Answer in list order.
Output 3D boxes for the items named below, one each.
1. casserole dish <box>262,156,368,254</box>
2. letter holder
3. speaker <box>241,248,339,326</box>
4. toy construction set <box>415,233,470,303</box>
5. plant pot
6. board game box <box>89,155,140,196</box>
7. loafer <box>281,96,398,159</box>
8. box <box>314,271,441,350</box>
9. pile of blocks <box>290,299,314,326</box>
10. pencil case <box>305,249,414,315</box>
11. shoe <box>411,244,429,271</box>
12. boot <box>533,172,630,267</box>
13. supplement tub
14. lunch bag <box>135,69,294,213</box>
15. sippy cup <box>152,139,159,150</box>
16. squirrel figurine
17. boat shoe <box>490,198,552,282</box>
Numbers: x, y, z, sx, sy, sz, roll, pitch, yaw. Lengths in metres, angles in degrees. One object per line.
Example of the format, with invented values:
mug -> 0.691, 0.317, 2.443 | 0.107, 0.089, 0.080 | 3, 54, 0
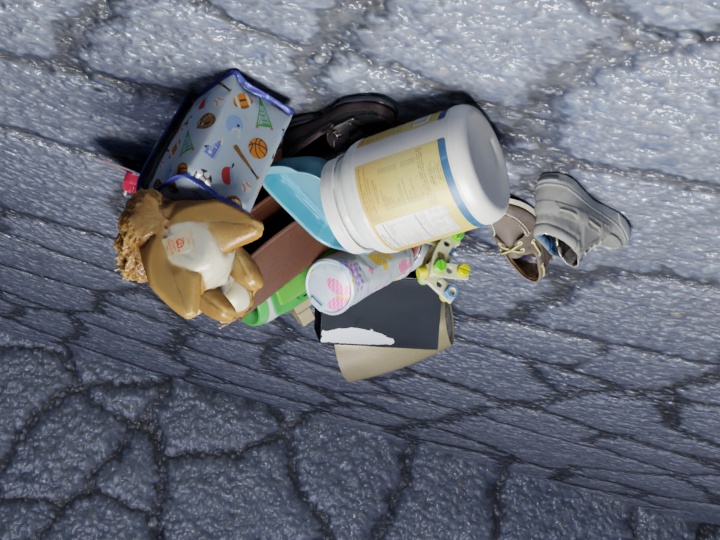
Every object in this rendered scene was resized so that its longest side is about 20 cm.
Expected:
casserole dish -> -0.046, -0.090, 1.426 | 0.120, 0.039, 0.200 | 2, 149, 41
letter holder -> -0.141, -0.056, 1.502 | 0.100, 0.199, 0.143 | 35, 155, 38
speaker -> -0.102, 0.004, 1.620 | 0.088, 0.199, 0.089 | 30, 137, 32
toy construction set -> 0.070, -0.044, 1.572 | 0.199, 0.133, 0.092 | 23, 159, -27
plant pot -> 0.067, 0.100, 1.980 | 0.198, 0.189, 0.187 | -7, 158, 13
board game box -> -0.335, -0.123, 1.686 | 0.157, 0.039, 0.200 | 21, 177, 26
loafer -> -0.030, -0.169, 1.380 | 0.072, 0.064, 0.199 | 29, 157, -36
box -> 0.024, 0.059, 1.796 | 0.194, 0.119, 0.200 | 3, -177, -5
pile of blocks -> -0.126, -0.001, 1.739 | 0.201, 0.062, 0.082 | 53, 164, 14
pencil case -> 0.000, 0.000, 1.598 | 0.090, 0.084, 0.200 | -37, 175, 33
shoe -> 0.012, -0.039, 1.725 | 0.091, 0.072, 0.199 | 21, 166, -40
boot -> 0.294, -0.047, 1.459 | 0.073, 0.097, 0.199 | -6, 154, 46
supplement tub -> 0.065, -0.104, 1.307 | 0.198, 0.146, 0.144 | -16, 150, 27
lunch bag -> -0.202, -0.144, 1.398 | 0.123, 0.171, 0.199 | 34, 156, -23
sippy cup -> -0.229, -0.112, 1.572 | 0.129, 0.141, 0.178 | 5, 161, 25
squirrel figurine -> -0.210, -0.015, 1.347 | 0.199, 0.142, 0.187 | 29, 171, 15
boat shoe -> 0.231, -0.044, 1.573 | 0.071, 0.060, 0.200 | 4, 160, 27
